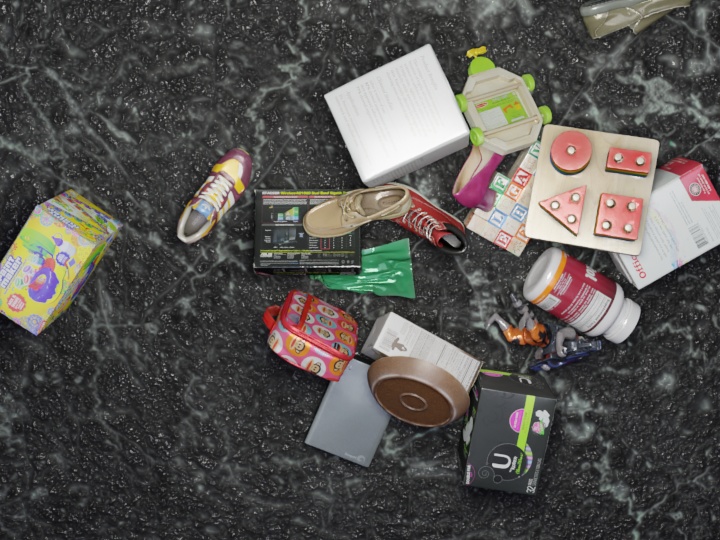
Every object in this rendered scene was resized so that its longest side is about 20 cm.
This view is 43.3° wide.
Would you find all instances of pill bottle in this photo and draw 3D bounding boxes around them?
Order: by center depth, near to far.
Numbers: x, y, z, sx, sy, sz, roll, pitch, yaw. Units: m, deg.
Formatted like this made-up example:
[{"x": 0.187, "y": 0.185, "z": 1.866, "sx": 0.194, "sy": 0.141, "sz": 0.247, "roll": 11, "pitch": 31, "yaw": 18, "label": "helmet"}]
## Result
[{"x": 0.413, "y": 0.050, "z": 1.691, "sx": 0.199, "sy": 0.113, "sz": 0.113, "roll": 30, "pitch": 102, "yaw": -7, "label": "pill bottle"}]

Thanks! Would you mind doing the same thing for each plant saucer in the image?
[{"x": 0.102, "y": 0.233, "z": 1.682, "sx": 0.199, "sy": 0.035, "sz": 0.201, "roll": 14, "pitch": 142, "yaw": 11, "label": "plant saucer"}]

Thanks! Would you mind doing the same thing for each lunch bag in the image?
[{"x": -0.096, "y": 0.112, "z": 1.666, "sx": 0.176, "sy": 0.200, "sz": 0.082, "roll": 28, "pitch": 107, "yaw": -7, "label": "lunch bag"}]

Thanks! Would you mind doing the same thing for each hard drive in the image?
[{"x": -0.010, "y": 0.274, "z": 1.788, "sx": 0.139, "sy": 0.033, "sz": 0.201, "roll": 22, "pitch": 103, "yaw": -5, "label": "hard drive"}]

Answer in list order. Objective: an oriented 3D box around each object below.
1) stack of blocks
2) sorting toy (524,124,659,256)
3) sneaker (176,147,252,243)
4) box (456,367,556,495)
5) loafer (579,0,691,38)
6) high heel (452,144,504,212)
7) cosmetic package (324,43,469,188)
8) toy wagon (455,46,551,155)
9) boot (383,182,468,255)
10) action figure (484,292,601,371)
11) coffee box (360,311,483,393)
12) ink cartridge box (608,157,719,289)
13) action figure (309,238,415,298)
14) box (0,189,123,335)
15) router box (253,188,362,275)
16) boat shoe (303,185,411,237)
[{"x": 0.290, "y": -0.143, "z": 1.673, "sx": 0.115, "sy": 0.059, "sz": 0.201, "roll": 29, "pitch": 102, "yaw": -6, "label": "stack of blocks"}, {"x": 0.394, "y": -0.142, "z": 1.547, "sx": 0.198, "sy": 0.070, "sz": 0.201, "roll": 10, "pitch": 88, "yaw": 12, "label": "sorting toy"}, {"x": -0.266, "y": -0.132, "z": 1.663, "sx": 0.075, "sy": 0.090, "sz": 0.200, "roll": 32, "pitch": 102, "yaw": -7, "label": "sneaker"}, {"x": 0.277, "y": 0.306, "z": 1.747, "sx": 0.148, "sy": 0.124, "sz": 0.201, "roll": 8, "pitch": 105, "yaw": -2, "label": "box"}, {"x": 0.487, "y": -0.456, "z": 1.599, "sx": 0.199, "sy": 0.075, "sz": 0.070, "roll": -10, "pitch": 115, "yaw": 8, "label": "loafer"}, {"x": 0.207, "y": -0.208, "z": 1.617, "sx": 0.096, "sy": 0.067, "sz": 0.201, "roll": 18, "pitch": 81, "yaw": -44, "label": "high heel"}, {"x": 0.067, "y": -0.259, "z": 1.576, "sx": 0.199, "sy": 0.166, "sz": 0.168, "roll": -24, "pitch": 88, "yaw": 6, "label": "cosmetic package"}, {"x": 0.243, "y": -0.305, "z": 1.619, "sx": 0.155, "sy": 0.040, "sz": 0.201, "roll": -19, "pitch": 75, "yaw": -18, "label": "toy wagon"}, {"x": 0.104, "y": -0.095, "z": 1.643, "sx": 0.199, "sy": 0.144, "sz": 0.073, "roll": 26, "pitch": 104, "yaw": -4, "label": "boot"}, {"x": 0.359, "y": 0.117, "z": 1.693, "sx": 0.193, "sy": 0.200, "sz": 0.105, "roll": 23, "pitch": 63, "yaw": -25, "label": "action figure"}, {"x": 0.114, "y": 0.163, "z": 1.711, "sx": 0.199, "sy": 0.114, "sz": 0.080, "roll": 29, "pitch": 77, "yaw": -7, "label": "coffee box"}, {"x": 0.537, "y": -0.088, "z": 1.640, "sx": 0.199, "sy": 0.145, "sz": 0.146, "roll": -30, "pitch": 101, "yaw": 7, "label": "ink cartridge box"}, {"x": 0.000, "y": 0.000, "z": 1.712, "sx": 0.199, "sy": 0.055, "sz": 0.119, "roll": -4, "pitch": 105, "yaw": 8, "label": "action figure"}, {"x": -0.554, "y": -0.020, "z": 1.640, "sx": 0.122, "sy": 0.193, "sz": 0.200, "roll": 35, "pitch": 102, "yaw": -8, "label": "box"}, {"x": -0.096, "y": -0.070, "z": 1.662, "sx": 0.199, "sy": 0.062, "sz": 0.151, "roll": 0, "pitch": 76, "yaw": 0, "label": "router box"}, {"x": -0.009, "y": -0.112, "z": 1.602, "sx": 0.199, "sy": 0.065, "sz": 0.072, "roll": -17, "pitch": 77, "yaw": 3, "label": "boat shoe"}]
